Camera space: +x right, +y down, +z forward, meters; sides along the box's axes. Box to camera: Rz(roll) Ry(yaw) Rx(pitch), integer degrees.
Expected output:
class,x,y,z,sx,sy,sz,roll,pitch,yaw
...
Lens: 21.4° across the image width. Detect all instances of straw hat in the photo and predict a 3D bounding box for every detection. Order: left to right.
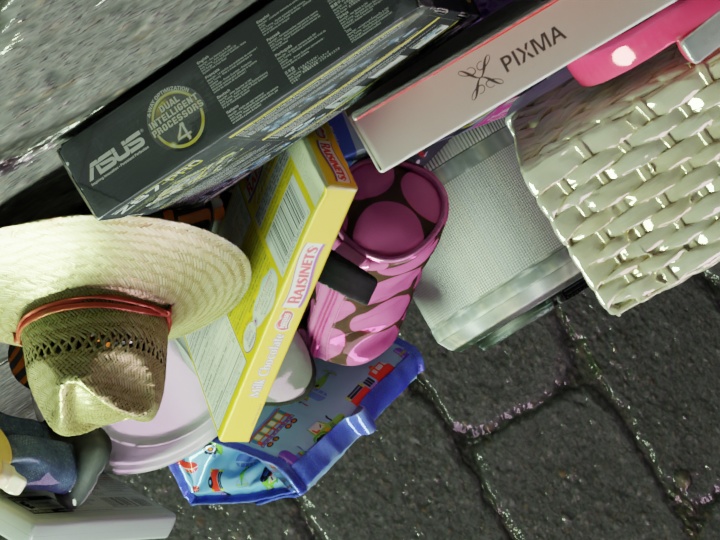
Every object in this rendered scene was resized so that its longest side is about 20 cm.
class,x,y,z,sx,sy,sz,roll,pitch,yaw
straw hat,-0.148,0.048,1.075,0.199,0.086,0.201,-5,158,-2

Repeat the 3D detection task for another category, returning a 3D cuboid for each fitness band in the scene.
class,x,y,z,sx,sy,sz,roll,pitch,yaw
fitness band,0.211,-0.182,1.186,0.199,0.038,0.144,-38,-161,-4

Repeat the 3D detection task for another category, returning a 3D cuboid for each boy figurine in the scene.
class,x,y,z,sx,sy,sz,roll,pitch,yaw
boy figurine,-0.255,0.093,1.178,0.199,0.124,0.065,24,105,-43

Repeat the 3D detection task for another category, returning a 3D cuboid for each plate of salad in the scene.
class,x,y,z,sx,sy,sz,roll,pitch,yaw
plate of salad,-0.147,0.052,1.357,0.199,0.201,0.048,-30,-140,-21

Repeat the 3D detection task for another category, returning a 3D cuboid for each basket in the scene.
class,x,y,z,sx,sy,sz,roll,pitch,yaw
basket,0.206,-0.082,1.218,0.199,0.136,0.124,-30,-164,16

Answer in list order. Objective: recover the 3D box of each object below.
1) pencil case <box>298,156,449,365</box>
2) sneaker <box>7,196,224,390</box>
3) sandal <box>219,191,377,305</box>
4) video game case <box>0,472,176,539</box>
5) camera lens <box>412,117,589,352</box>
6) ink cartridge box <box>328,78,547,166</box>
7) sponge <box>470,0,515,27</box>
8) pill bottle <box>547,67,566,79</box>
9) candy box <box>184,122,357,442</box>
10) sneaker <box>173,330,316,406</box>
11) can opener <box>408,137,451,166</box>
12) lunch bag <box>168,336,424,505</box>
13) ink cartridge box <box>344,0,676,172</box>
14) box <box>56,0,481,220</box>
class,x,y,z,sx,sy,sz,roll,pitch,yaw
pencil case,0.000,0.000,1.332,0.094,0.090,0.200,-61,173,-26
sneaker,-0.180,0.011,1.194,0.200,0.078,0.112,-46,166,27
sandal,-0.064,-0.013,1.225,0.200,0.075,0.048,32,-85,55
video game case,-0.243,0.137,1.299,0.022,0.181,0.200,-65,159,4
camera lens,0.091,-0.049,1.524,0.159,0.201,0.160,-31,176,-2
ink cartridge box,0.022,-0.101,1.316,0.198,0.042,0.119,-19,176,-10
sponge,0.136,-0.202,1.210,0.199,0.030,0.111,-32,175,14
pill bottle,0.195,-0.176,1.366,0.113,0.114,0.200,-33,176,25
candy box,-0.058,-0.004,1.138,0.026,0.103,0.201,6,129,-25
sneaker,-0.092,0.043,1.307,0.074,0.079,0.200,-51,134,-4
can opener,0.032,-0.093,1.408,0.200,0.079,0.063,-40,-145,1
lunch bag,-0.051,0.105,1.462,0.150,0.095,0.199,-41,-158,-29
ink cartridge box,0.085,-0.123,1.081,0.199,0.045,0.176,-31,-172,2
box,-0.042,-0.098,0.991,0.199,0.049,0.161,-32,179,15
